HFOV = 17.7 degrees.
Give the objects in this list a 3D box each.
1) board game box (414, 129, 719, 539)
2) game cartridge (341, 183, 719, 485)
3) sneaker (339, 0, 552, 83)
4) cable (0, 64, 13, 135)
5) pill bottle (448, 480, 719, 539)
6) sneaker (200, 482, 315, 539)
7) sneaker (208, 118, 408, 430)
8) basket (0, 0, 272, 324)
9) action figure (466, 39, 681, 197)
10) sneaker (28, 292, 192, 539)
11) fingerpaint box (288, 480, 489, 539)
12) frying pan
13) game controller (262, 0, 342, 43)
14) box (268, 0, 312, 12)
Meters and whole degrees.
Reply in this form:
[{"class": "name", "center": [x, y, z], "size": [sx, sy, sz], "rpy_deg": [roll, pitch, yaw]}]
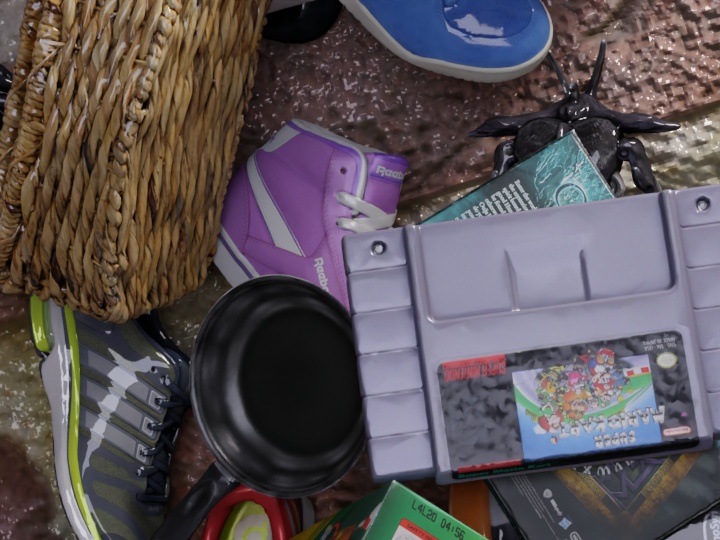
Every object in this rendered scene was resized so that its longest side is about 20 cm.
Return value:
[{"class": "board game box", "center": [0.104, 0.047, 1.162], "size": [0.135, 0.028, 0.201], "rpy_deg": [-31, 78, -5]}, {"class": "game cartridge", "center": [0.096, 0.033, 1.135], "size": [0.199, 0.038, 0.130], "rpy_deg": [-8, 72, 1]}, {"class": "sneaker", "center": [0.019, -0.180, 1.195], "size": [0.200, 0.111, 0.077], "rpy_deg": [38, 72, 6]}, {"class": "cable", "center": [-0.185, -0.165, 1.305], "size": [0.163, 0.051, 0.200], "rpy_deg": [-38, 88, 13]}, {"class": "pill bottle", "center": [0.147, 0.138, 1.211], "size": [0.199, 0.106, 0.107], "rpy_deg": [-5, 82, 7]}, {"class": "sneaker", "center": [-0.071, 0.202, 1.245], "size": [0.076, 0.085, 0.201], "rpy_deg": [2, 83, 9]}, {"class": "sneaker", "center": [0.000, 0.000, 1.235], "size": [0.114, 0.073, 0.201], "rpy_deg": [-48, 64, 17]}, {"class": "basket", "center": [-0.150, -0.088, 1.199], "size": [0.148, 0.143, 0.201], "rpy_deg": [21, 110, 18]}, {"class": "action figure", "center": [0.115, -0.017, 1.241], "size": [0.118, 0.102, 0.201], "rpy_deg": [2, 76, 14]}, {"class": "sneaker", "center": [-0.125, 0.083, 1.271], "size": [0.080, 0.074, 0.201], "rpy_deg": [-16, 82, 13]}, {"class": "fingerpaint box", "center": [0.056, 0.198, 1.154], "size": [0.199, 0.167, 0.074], "rpy_deg": [33, 66, -8]}, {"class": "frying pan", "center": [-0.047, 0.095, 1.198], "size": [0.114, 0.031, 0.191], "rpy_deg": [22, 105, 28]}, {"class": "game controller", "center": [-0.099, -0.200, 1.330], "size": [0.199, 0.042, 0.105], "rpy_deg": [16, 99, 10]}, {"class": "box", "center": [-0.008, -0.230, 1.285], "size": [0.199, 0.036, 0.145], "rpy_deg": [-16, 75, -13]}]
